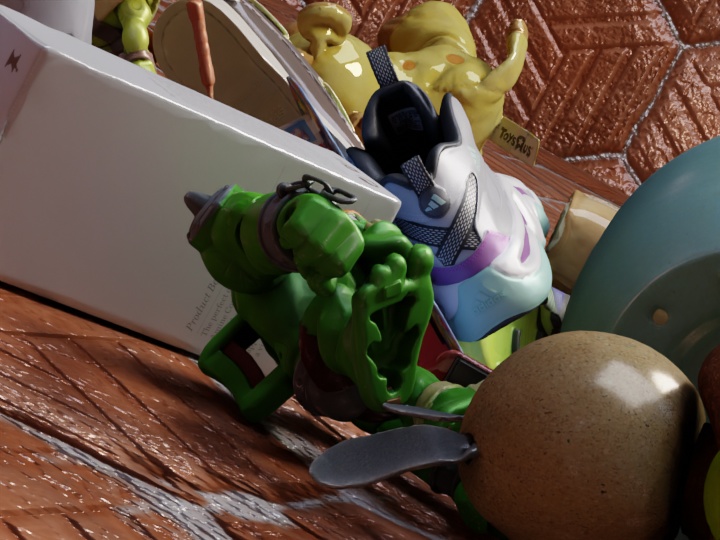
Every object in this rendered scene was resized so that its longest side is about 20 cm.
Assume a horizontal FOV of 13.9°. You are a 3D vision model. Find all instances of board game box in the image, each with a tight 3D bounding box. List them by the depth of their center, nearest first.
[{"bbox_3d":[0.000,0.000,1.467,0.200,0.039,0.158,59,-2,20],"label":"board game box"}]

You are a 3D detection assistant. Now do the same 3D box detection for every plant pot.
[{"bbox_3d":[0.169,0.043,1.200,0.200,0.201,0.161,29,12,11],"label":"plant pot"}]

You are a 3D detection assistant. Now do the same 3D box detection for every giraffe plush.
[{"bbox_3d":[0.000,-0.105,1.907,0.162,0.173,0.200,11,-2,-27],"label":"giraffe plush"}]

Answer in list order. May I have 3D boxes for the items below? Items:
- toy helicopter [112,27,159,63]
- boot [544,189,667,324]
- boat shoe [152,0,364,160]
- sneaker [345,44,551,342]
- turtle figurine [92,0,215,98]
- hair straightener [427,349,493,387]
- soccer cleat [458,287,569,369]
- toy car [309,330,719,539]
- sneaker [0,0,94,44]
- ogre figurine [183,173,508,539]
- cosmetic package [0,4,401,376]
[{"bbox_3d":[-0.121,-0.078,1.668,0.200,0.079,0.132,36,-7,-33],"label":"toy helicopter"},{"bbox_3d":[0.190,0.022,1.535,0.200,0.066,0.175,29,-14,2],"label":"boot"},{"bbox_3d":[-0.034,-0.068,1.595,0.200,0.072,0.060,53,26,-3],"label":"boat shoe"},{"bbox_3d":[0.038,-0.056,1.518,0.140,0.078,0.200,59,2,-14],"label":"sneaker"},{"bbox_3d":[-0.143,-0.143,1.497,0.064,0.161,0.200,4,61,-57],"label":"turtle figurine"},{"bbox_3d":[0.109,0.111,1.323,0.200,0.041,0.077,33,29,-3],"label":"hair straightener"},{"bbox_3d":[0.072,0.036,1.615,0.084,0.065,0.200,5,4,17],"label":"soccer cleat"},{"bbox_3d":[0.087,0.086,1.058,0.200,0.158,0.164,12,13,16],"label":"toy car"},{"bbox_3d":[-0.218,-0.107,1.442,0.199,0.115,0.075,-6,-1,14],"label":"sneaker"},{"bbox_3d":[-0.004,0.027,1.189,0.120,0.098,0.200,27,-1,44],"label":"ogre figurine"},{"bbox_3d":[-0.091,-0.030,1.263,0.200,0.102,0.074,24,8,-36],"label":"cosmetic package"}]
